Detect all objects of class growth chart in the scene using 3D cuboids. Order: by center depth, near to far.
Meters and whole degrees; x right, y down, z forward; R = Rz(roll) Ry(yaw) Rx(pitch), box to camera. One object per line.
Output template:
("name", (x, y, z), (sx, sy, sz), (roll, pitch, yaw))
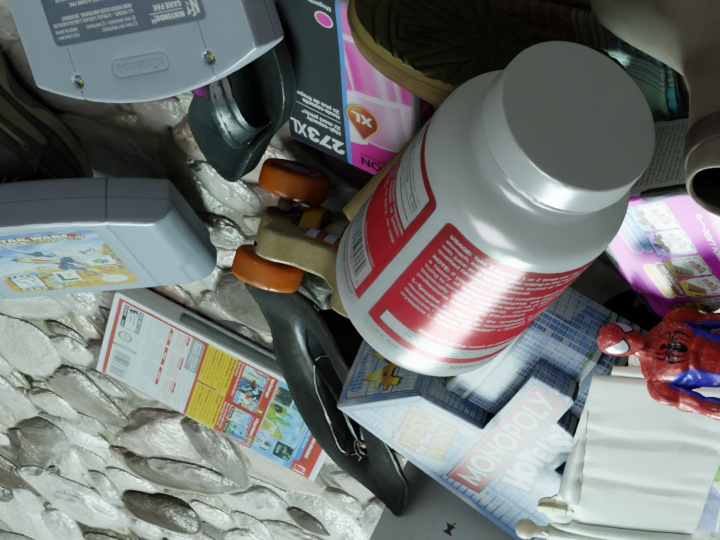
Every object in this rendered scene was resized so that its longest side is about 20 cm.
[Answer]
("growth chart", (0.187, 0.110, 1.361), (0.144, 0.018, 0.201), (12, 132, -6))

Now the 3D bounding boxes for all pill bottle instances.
("pill bottle", (0.070, -0.032, 1.181), (0.112, 0.113, 0.200), (31, 146, -6))

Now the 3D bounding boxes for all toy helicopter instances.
("toy helicopter", (0.000, 0.000, 1.427), (0.131, 0.079, 0.200), (15, -167, -15))

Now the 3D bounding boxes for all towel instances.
("towel", (0.121, -0.086, 1.316), (0.146, 0.022, 0.201), (13, 146, 24))

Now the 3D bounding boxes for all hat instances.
("hat", (0.003, 0.065, 1.560), (0.201, 0.081, 0.201), (54, 166, 20))

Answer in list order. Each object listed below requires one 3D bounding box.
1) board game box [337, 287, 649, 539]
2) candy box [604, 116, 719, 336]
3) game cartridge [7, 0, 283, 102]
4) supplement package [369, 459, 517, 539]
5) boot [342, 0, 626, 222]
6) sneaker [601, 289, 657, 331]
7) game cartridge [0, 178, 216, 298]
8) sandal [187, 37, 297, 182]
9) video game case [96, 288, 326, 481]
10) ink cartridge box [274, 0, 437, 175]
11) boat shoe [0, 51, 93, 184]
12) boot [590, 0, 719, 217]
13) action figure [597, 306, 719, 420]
("board game box", (0.098, 0.088, 1.424), (0.199, 0.062, 0.200), (28, 143, -7))
("candy box", (0.237, -0.028, 1.249), (0.199, 0.061, 0.136), (-7, 138, 37))
("game cartridge", (-0.133, -0.167, 1.331), (0.199, 0.041, 0.134), (-4, 113, 43))
("supplement package", (0.089, 0.177, 1.565), (0.121, 0.201, 0.120), (33, 150, -12))
("boot", (0.037, -0.072, 1.288), (0.174, 0.066, 0.200), (23, 146, -14))
("sneaker", (0.157, 0.049, 1.455), (0.199, 0.071, 0.083), (-3, 130, 35))
("game cartridge", (-0.212, -0.022, 1.569), (0.199, 0.042, 0.133), (-5, 163, 12))
("sandal", (-0.082, -0.103, 1.395), (0.075, 0.048, 0.201), (52, 157, 14))
("video game case", (-0.109, 0.088, 1.774), (0.199, 0.018, 0.143), (27, 150, 1))
("ink cartridge box", (0.000, -0.107, 1.362), (0.094, 0.037, 0.200), (26, 153, 19))
("boat shoe", (-0.259, -0.094, 1.562), (0.074, 0.074, 0.200), (-1, 139, 40))
("boot", (0.189, -0.086, 1.128), (0.199, 0.147, 0.071), (11, 135, 22))
("action figure", (0.229, 0.056, 1.263), (0.199, 0.066, 0.052), (11, 169, 13))
